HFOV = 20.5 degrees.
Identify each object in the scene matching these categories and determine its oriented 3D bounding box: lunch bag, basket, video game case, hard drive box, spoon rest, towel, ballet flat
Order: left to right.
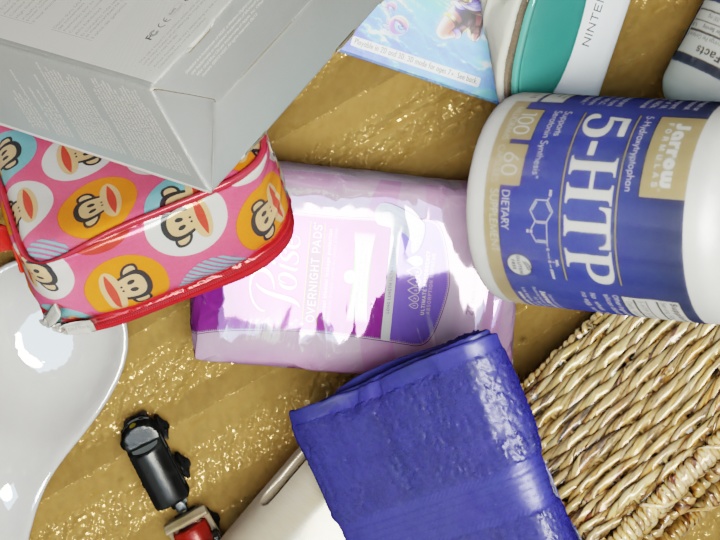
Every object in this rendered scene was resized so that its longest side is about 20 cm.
[{"bbox_3d":[-0.197,0.091,1.193,0.099,0.061,0.201,10,99,-6],"label":"spoon rest"},{"bbox_3d":[-0.140,-0.059,1.105,0.175,0.200,0.082,-22,133,-1],"label":"lunch bag"},{"bbox_3d":[-0.114,-0.140,1.060,0.156,0.199,0.077,-49,136,-23],"label":"hard drive box"},{"bbox_3d":[0.056,0.142,1.090,0.147,0.049,0.201,-23,88,37],"label":"towel"},{"bbox_3d":[0.068,-0.199,1.175,0.199,0.045,0.182,17,96,-7],"label":"video game case"},{"bbox_3d":[0.097,-0.185,1.116,0.069,0.070,0.201,7,126,-5],"label":"ballet flat"},{"bbox_3d":[0.199,0.097,1.159,0.200,0.149,0.143,-44,129,3],"label":"basket"}]

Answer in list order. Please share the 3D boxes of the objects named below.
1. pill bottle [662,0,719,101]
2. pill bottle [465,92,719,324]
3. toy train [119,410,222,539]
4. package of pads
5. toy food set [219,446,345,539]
[{"bbox_3d":[0.246,-0.126,1.167,0.111,0.111,0.201,27,96,-8],"label":"pill bottle"},{"bbox_3d":[0.169,-0.033,1.080,0.199,0.120,0.120,5,100,29],"label":"pill bottle"},{"bbox_3d":[-0.092,0.177,1.221,0.034,0.046,0.201,-28,100,0],"label":"toy train"},{"bbox_3d":[0.000,0.000,1.186,0.199,0.076,0.121,6,95,-6],"label":"package of pads"},{"bbox_3d":[0.028,0.181,1.163,0.200,0.060,0.144,42,90,1],"label":"toy food set"}]
